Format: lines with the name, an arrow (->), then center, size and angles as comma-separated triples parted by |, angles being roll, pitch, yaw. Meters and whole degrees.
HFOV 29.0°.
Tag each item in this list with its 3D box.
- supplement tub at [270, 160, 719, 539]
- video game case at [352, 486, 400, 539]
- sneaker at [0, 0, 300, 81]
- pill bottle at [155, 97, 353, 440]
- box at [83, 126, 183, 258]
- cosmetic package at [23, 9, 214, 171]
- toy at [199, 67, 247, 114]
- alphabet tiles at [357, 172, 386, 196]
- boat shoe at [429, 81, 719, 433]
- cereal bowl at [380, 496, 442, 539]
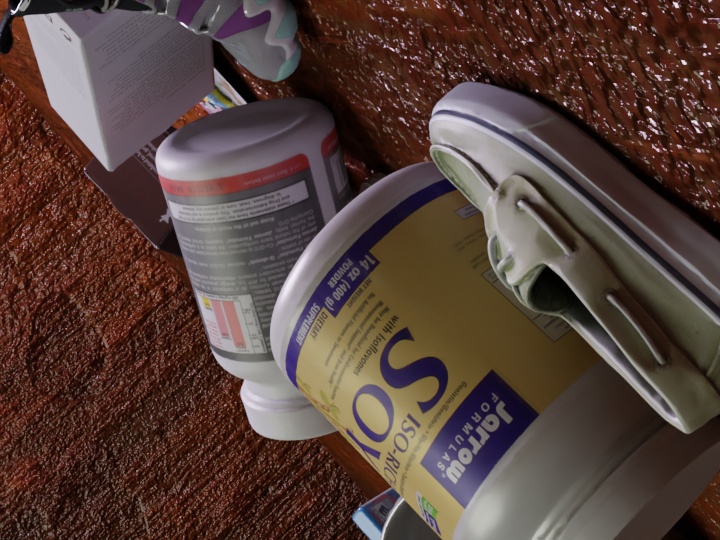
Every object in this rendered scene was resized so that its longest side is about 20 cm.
supplement tub -> 0.067, 0.058, 0.685 | 0.200, 0.145, 0.146 | 44, 170, 23
video game case -> 0.100, 0.219, 1.161 | 0.143, 0.018, 0.200 | 46, -146, 17
sneaker -> -0.129, -0.150, 0.734 | 0.200, 0.140, 0.078 | 54, 168, -30
pill bottle -> -0.052, 0.000, 0.896 | 0.116, 0.116, 0.201 | 31, 138, 60
box -> -0.132, -0.058, 1.166 | 0.100, 0.075, 0.200 | 44, -170, 21
cosmetic package -> -0.154, -0.154, 0.901 | 0.071, 0.101, 0.200 | 46, 163, 10
toy -> -0.101, -0.102, 1.085 | 0.200, 0.047, 0.115 | 52, 170, -22
alphabet tiles -> 0.068, 0.026, 0.884 | 0.200, 0.015, 0.196 | 46, 161, 12
boat shoe -> 0.085, -0.013, 0.571 | 0.200, 0.062, 0.072 | 41, 169, 40
cereal bowl -> 0.116, 0.199, 0.951 | 0.200, 0.200, 0.083 | 48, -147, -3
